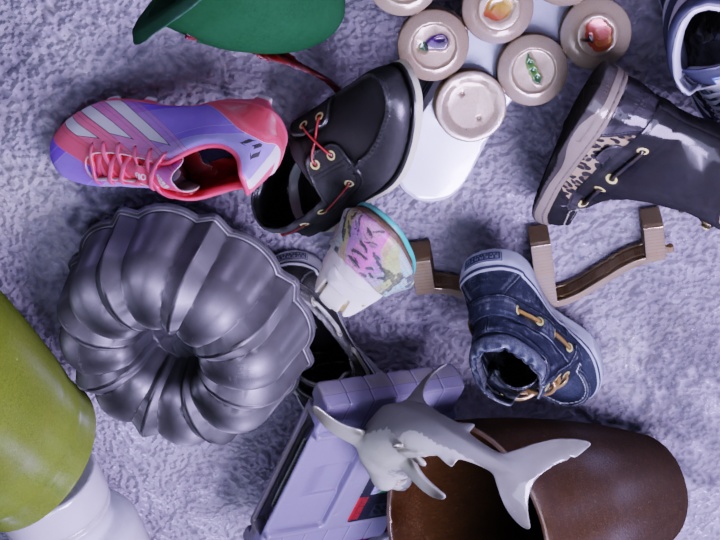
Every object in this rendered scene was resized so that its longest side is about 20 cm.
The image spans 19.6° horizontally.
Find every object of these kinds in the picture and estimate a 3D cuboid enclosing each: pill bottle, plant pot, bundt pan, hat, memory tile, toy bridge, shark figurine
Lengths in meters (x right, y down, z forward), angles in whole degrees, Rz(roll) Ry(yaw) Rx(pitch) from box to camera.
[{"bbox_3d":[-0.223,0.241,1.698,0.114,0.114,0.200,-14,125,8],"label":"pill bottle"},{"bbox_3d":[-0.305,0.097,1.559,0.200,0.201,0.193,-32,133,19],"label":"plant pot"},{"bbox_3d":[-0.139,0.052,1.551,0.201,0.076,0.202,12,130,14],"label":"bundt pan"},{"bbox_3d":[0.155,0.191,1.634,0.200,0.187,0.187,-11,135,-38],"label":"plant pot"},{"bbox_3d":[-0.030,-0.153,1.376,0.165,0.200,0.176,-32,109,31],"label":"hat"},{"bbox_3d":[0.083,-0.199,1.403,0.153,0.017,0.200,-28,108,2],"label":"memory tile"},{"bbox_3d":[0.140,-0.003,1.589,0.199,0.027,0.067,-8,128,3],"label":"toy bridge"},{"bbox_3d":[0.057,0.110,1.511,0.128,0.090,0.214,44,156,-23],"label":"shark figurine"}]

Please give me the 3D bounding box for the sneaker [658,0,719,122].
[{"bbox_3d":[0.259,-0.131,1.450,0.070,0.109,0.200,-23,124,14],"label":"sneaker"}]

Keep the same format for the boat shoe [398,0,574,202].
[{"bbox_3d":[0.087,-0.140,1.465,0.072,0.068,0.200,28,101,-14],"label":"boat shoe"}]

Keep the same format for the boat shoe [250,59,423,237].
[{"bbox_3d":[-0.017,-0.081,1.458,0.063,0.074,0.201,-5,158,-29],"label":"boat shoe"}]

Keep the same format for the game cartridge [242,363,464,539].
[{"bbox_3d":[-0.005,0.153,1.640,0.129,0.038,0.200,-3,140,-27],"label":"game cartridge"}]

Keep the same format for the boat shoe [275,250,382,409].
[{"bbox_3d":[-0.029,0.079,1.619,0.071,0.064,0.200,-19,125,11],"label":"boat shoe"}]

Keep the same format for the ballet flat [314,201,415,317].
[{"bbox_3d":[0.000,0.000,1.492,0.071,0.200,0.069,-43,86,-3],"label":"ballet flat"}]

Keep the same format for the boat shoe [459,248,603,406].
[{"bbox_3d":[0.129,0.073,1.581,0.071,0.091,0.200,-15,142,24],"label":"boat shoe"}]

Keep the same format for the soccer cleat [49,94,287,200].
[{"bbox_3d":[-0.143,-0.080,1.462,0.200,0.077,0.067,-3,131,28],"label":"soccer cleat"}]

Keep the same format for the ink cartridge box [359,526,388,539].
[{"bbox_3d":[0.025,0.255,1.768,0.200,0.037,0.095,-27,123,14],"label":"ink cartridge box"}]

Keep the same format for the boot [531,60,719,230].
[{"bbox_3d":[0.208,-0.063,1.461,0.150,0.073,0.200,22,154,2],"label":"boot"}]
